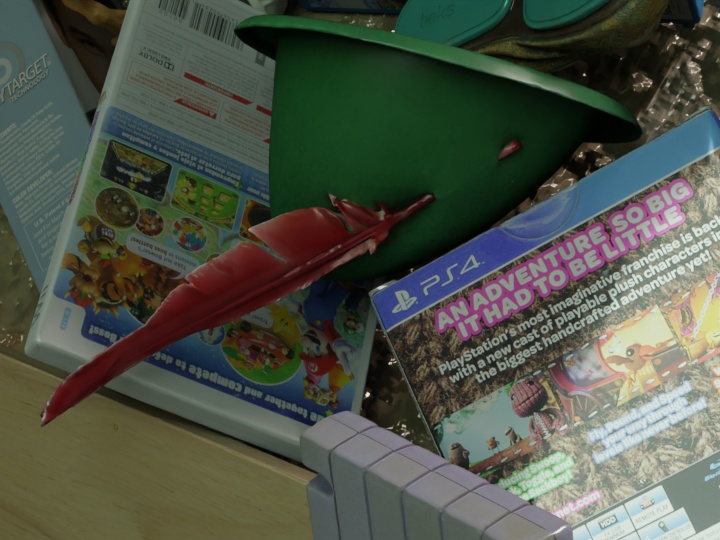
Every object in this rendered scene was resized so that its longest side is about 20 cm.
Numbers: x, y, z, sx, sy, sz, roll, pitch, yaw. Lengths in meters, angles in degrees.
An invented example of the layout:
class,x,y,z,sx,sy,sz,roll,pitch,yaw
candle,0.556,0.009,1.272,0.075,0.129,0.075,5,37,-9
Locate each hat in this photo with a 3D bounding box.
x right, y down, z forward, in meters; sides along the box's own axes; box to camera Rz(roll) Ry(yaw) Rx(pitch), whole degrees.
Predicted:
class,x,y,z,sx,sy,sz,roll,pitch,yaw
hat,0.000,0.000,0.746,0.198,0.166,0.178,14,88,3

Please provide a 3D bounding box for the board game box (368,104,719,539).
class,x,y,z,sx,sy,sz,roll,pitch,yaw
board game box,0.122,0.068,0.722,0.159,0.097,0.201,-28,66,10

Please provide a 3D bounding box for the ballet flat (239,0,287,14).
class,x,y,z,sx,sy,sz,roll,pitch,yaw
ballet flat,-0.077,-0.154,0.886,0.068,0.068,0.201,-29,65,-4

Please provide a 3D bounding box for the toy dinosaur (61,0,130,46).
class,x,y,z,sx,sy,sz,roll,pitch,yaw
toy dinosaur,-0.140,-0.142,0.812,0.061,0.106,0.200,-57,31,20

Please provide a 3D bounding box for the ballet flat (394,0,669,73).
class,x,y,z,sx,sy,sz,roll,pitch,yaw
ballet flat,0.088,-0.112,0.762,0.200,0.070,0.071,-13,62,60

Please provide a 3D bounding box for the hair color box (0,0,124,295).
class,x,y,z,sx,sy,sz,roll,pitch,yaw
hair color box,-0.127,-0.055,0.849,0.060,0.099,0.201,-36,65,17

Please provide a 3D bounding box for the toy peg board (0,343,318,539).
class,x,y,z,sx,sy,sz,roll,pitch,yaw
toy peg board,-0.097,0.155,0.794,0.199,0.098,0.201,19,96,25

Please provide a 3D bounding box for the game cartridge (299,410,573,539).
class,x,y,z,sx,sy,sz,roll,pitch,yaw
game cartridge,0.037,0.162,0.673,0.129,0.038,0.202,19,125,44

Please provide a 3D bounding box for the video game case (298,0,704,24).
class,x,y,z,sx,sy,sz,roll,pitch,yaw
video game case,0.043,-0.156,0.796,0.198,0.143,0.018,5,68,22

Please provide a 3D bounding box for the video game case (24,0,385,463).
class,x,y,z,sx,sy,sz,roll,pitch,yaw
video game case,-0.053,-0.027,0.781,0.018,0.142,0.201,-42,31,52
